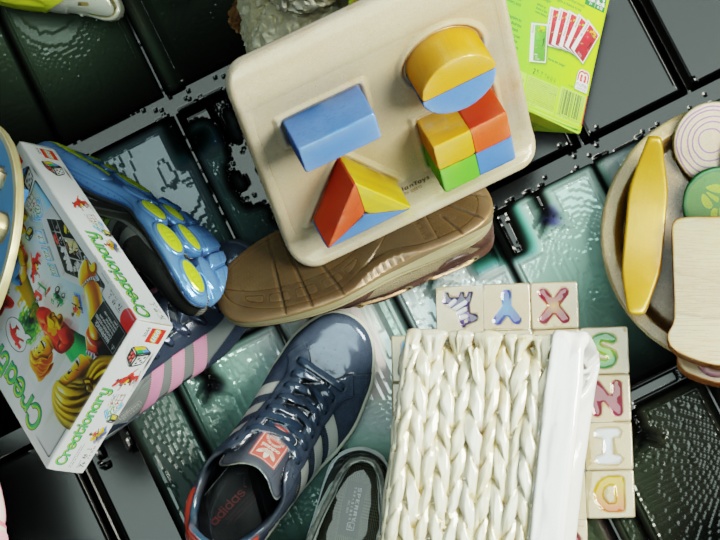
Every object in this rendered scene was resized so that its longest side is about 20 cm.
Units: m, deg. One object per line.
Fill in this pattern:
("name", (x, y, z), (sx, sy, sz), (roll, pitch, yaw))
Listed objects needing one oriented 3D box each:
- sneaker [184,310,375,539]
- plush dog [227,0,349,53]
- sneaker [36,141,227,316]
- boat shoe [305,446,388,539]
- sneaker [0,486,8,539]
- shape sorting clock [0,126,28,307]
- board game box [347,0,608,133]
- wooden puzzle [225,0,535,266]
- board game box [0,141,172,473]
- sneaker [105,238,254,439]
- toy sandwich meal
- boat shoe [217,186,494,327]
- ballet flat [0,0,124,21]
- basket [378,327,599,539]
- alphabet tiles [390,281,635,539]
("sneaker", (-0.054, 0.116, 1.598), (0.075, 0.085, 0.200), (29, 86, 7))
("plush dog", (-0.024, -0.132, 1.600), (0.160, 0.200, 0.172), (-21, 69, 35))
("sneaker", (-0.167, -0.018, 1.615), (0.200, 0.071, 0.083), (32, 101, 34))
("boat shoe", (-0.020, 0.218, 1.590), (0.072, 0.071, 0.200), (6, 84, 5))
("sneaker", (-0.329, 0.147, 1.558), (0.200, 0.075, 0.105), (-9, 74, 16))
("shape sorting clock", (-0.289, -0.009, 1.598), (0.039, 0.200, 0.200), (18, 84, -32))
("board game box", (0.079, -0.167, 1.572), (0.048, 0.200, 0.102), (6, 82, 45))
("wooden puzzle", (0.023, -0.092, 1.502), (0.185, 0.200, 0.046), (-25, 52, -4))
("board game box", (-0.207, 0.022, 1.560), (0.126, 0.035, 0.200), (-57, 46, 21))
("sneaker", (-0.144, 0.052, 1.615), (0.200, 0.082, 0.070), (-43, 82, -1))
("toy sandwich meal", (0.257, -0.020, 1.596), (0.205, 0.070, 0.205), (-1, 83, 5))
("boat shoe", (0.000, 0.000, 1.614), (0.200, 0.072, 0.072), (-23, 57, -5))
("ballet flat", (-0.168, -0.216, 1.661), (0.200, 0.067, 0.067), (-25, 95, 0))
("basket", (0.085, 0.136, 1.556), (0.123, 0.136, 0.200), (7, 84, 10))
("alphabet tiles", (0.105, 0.108, 1.625), (0.166, 0.006, 0.200), (-2, 83, 4))
